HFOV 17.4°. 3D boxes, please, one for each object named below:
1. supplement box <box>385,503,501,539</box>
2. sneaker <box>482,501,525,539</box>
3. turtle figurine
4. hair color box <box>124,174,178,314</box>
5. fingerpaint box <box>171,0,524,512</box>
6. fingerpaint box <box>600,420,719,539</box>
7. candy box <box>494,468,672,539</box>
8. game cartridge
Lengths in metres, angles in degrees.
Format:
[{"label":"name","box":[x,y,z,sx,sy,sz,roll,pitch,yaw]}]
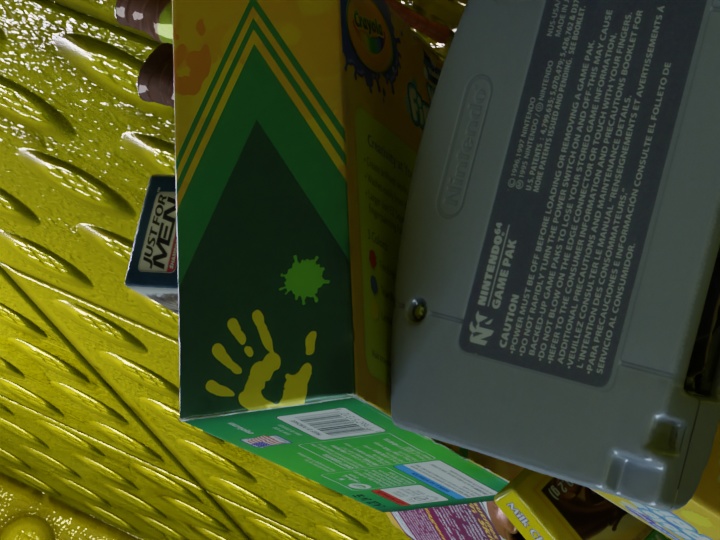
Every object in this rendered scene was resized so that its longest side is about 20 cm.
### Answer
[{"label":"supplement box","box":[0.072,0.091,1.204,0.200,0.103,0.131,32,155,58]},{"label":"sneaker","box":[0.115,0.140,1.065,0.200,0.073,0.085,40,-161,-34]},{"label":"turtle figurine","box":[-0.029,-0.078,1.074,0.161,0.065,0.200,21,163,24]},{"label":"hair color box","box":[0.000,0.000,1.104,0.199,0.061,0.100,3,162,34]},{"label":"fingerpaint box","box":[-0.001,-0.006,0.913,0.073,0.168,0.200,-8,163,20]},{"label":"fingerpaint box","box":[0.188,0.043,0.873,0.200,0.167,0.073,33,165,-19]},{"label":"candy box","box":[0.154,0.066,0.931,0.102,0.200,0.026,51,155,-1]},{"label":"game cartridge","box":[0.077,-0.032,0.795,0.133,0.201,0.041,15,180,39]}]
